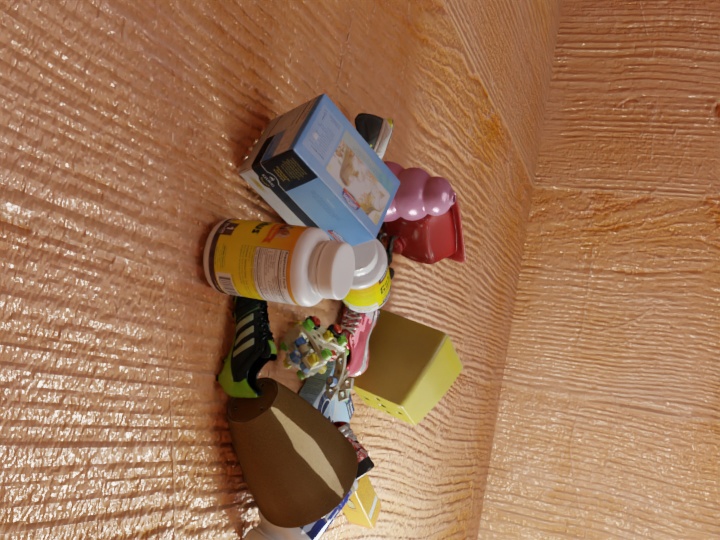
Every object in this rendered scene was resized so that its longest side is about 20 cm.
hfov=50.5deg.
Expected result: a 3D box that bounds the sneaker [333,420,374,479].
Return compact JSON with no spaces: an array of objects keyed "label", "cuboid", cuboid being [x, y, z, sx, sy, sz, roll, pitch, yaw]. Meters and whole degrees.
[{"label":"sneaker","cuboid":[-0.035,0.344,1.452,0.067,0.108,0.201,-30,170,-18]}]

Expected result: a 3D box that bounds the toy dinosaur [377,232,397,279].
[{"label":"toy dinosaur","cuboid":[0.032,-0.026,1.607,0.200,0.076,0.103,23,69,-70]}]

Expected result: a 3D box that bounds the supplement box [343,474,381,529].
[{"label":"supplement box","cuboid":[-0.009,0.495,1.682,0.201,0.066,0.069,71,34,-48]}]

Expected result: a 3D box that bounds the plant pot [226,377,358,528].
[{"label":"plant pot","cuboid":[-0.128,0.272,1.223,0.201,0.185,0.187,62,39,-31]}]

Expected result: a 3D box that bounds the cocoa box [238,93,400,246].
[{"label":"cocoa box","cuboid":[-0.059,-0.144,1.186,0.200,0.131,0.134,46,50,-28]}]

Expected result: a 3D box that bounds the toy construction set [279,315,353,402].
[{"label":"toy construction set","cuboid":[-0.067,0.154,1.363,0.200,0.092,0.132,48,11,-53]}]

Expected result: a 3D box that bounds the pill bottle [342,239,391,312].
[{"label":"pill bottle","cuboid":[0.000,0.000,1.446,0.200,0.108,0.110,75,29,-68]}]

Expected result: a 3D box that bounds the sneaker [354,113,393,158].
[{"label":"sneaker","cuboid":[-0.005,-0.211,1.477,0.075,0.084,0.201,-75,-172,-75]}]

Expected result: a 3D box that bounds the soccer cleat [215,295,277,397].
[{"label":"soccer cleat","cuboid":[-0.161,0.097,1.174,0.067,0.081,0.202,30,69,-66]}]

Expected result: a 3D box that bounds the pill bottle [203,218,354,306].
[{"label":"pill bottle","cuboid":[-0.113,-0.011,1.082,0.109,0.199,0.110,8,90,-68]}]

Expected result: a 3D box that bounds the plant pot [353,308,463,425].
[{"label":"plant pot","cuboid":[0.087,0.222,1.688,0.177,0.199,0.200,-61,151,-18]}]

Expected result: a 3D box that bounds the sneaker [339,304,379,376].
[{"label":"sneaker","cuboid":[-0.013,0.123,1.547,0.087,0.073,0.202,-8,104,-65]}]

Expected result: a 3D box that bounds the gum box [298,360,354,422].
[{"label":"gum box","cuboid":[-0.079,0.287,1.477,0.200,0.044,0.171,-59,148,-42]}]

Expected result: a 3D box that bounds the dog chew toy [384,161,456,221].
[{"label":"dog chew toy","cuboid":[0.096,-0.156,1.558,0.124,0.199,0.126,8,90,-68]}]

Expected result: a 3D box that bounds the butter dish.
[{"label":"butter dish","cuboid":[0.118,-0.091,1.700,0.148,0.199,0.201,-38,135,-27]}]

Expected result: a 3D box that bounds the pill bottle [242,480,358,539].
[{"label":"pill bottle","cuboid":[-0.107,0.413,1.319,0.200,0.119,0.120,-49,144,-23]}]
